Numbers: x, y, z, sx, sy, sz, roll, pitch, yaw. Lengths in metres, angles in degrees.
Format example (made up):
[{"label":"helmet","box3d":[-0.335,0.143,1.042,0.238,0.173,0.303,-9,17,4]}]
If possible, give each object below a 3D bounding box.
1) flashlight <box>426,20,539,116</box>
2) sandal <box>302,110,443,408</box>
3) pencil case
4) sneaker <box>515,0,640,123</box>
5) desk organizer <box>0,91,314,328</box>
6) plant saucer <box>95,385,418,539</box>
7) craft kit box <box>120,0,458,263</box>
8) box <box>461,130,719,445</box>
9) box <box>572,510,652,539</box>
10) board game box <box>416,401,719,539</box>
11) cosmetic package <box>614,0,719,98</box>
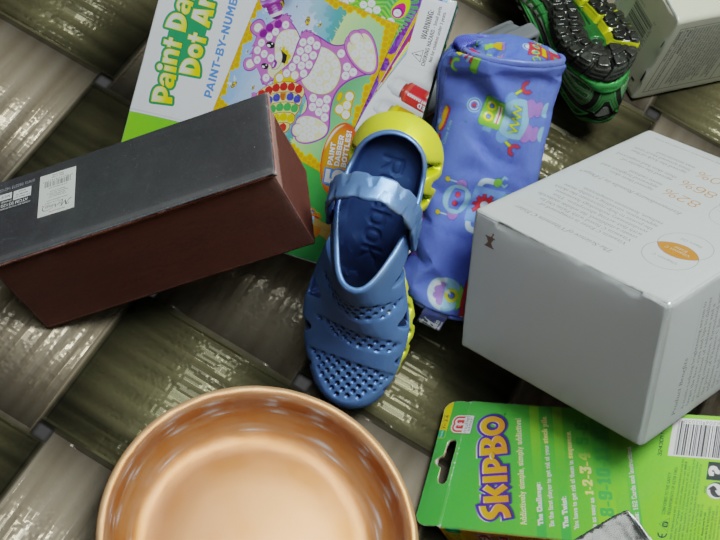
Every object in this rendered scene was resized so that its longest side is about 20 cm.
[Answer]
[{"label":"flashlight","box3d":[0.048,-0.130,0.989,0.200,0.068,0.068,-28,31,-30]},{"label":"sandal","box3d":[0.000,0.000,0.837,0.079,0.200,0.087,10,19,9]},{"label":"pencil case","box3d":[0.076,-0.063,0.884,0.087,0.200,0.078,8,18,-15]},{"label":"sneaker","box3d":[0.159,-0.197,1.047,0.078,0.085,0.200,-6,47,-8]},{"label":"desk organizer","box3d":[-0.136,-0.035,0.841,0.200,0.077,0.072,-17,51,10]},{"label":"plant saucer","box3d":[-0.064,0.170,0.807,0.200,0.037,0.200,6,61,-11]},{"label":"craft kit box","box3d":[-0.054,-0.116,0.894,0.197,0.049,0.200,16,98,4]},{"label":"box","box3d":[0.190,0.002,0.864,0.200,0.107,0.152,-25,41,-38]},{"label":"box","box3d":[0.072,0.238,0.727,0.200,0.164,0.086,-25,69,-23]},{"label":"board game box","box3d":[0.139,0.134,0.832,0.200,0.030,0.096,2,55,25]},{"label":"cosmetic package","box3d":[0.311,-0.215,1.072,0.200,0.104,0.073,-14,65,-21]}]
